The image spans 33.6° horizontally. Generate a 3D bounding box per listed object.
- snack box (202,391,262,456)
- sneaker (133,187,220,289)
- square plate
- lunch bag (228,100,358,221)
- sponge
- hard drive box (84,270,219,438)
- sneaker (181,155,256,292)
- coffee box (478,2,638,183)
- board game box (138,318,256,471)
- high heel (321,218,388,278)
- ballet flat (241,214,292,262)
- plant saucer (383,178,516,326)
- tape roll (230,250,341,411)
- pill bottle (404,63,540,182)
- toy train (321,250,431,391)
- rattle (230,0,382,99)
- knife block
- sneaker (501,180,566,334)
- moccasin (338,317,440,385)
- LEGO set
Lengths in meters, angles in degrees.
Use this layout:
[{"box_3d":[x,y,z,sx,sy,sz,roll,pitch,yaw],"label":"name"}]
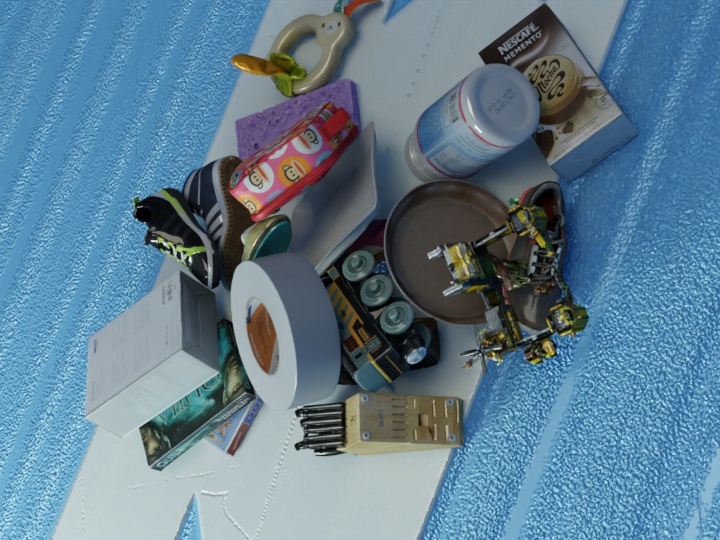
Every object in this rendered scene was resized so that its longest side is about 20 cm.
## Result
[{"box_3d":[-0.165,0.160,1.702,0.072,0.024,0.200,28,90,33],"label":"snack box"},{"box_3d":[-0.271,-0.039,1.729,0.083,0.072,0.200,-19,51,-25],"label":"sneaker"},{"box_3d":[-0.032,-0.080,1.629,0.200,0.028,0.198,-46,27,31],"label":"square plate"},{"box_3d":[-0.080,-0.160,1.619,0.176,0.200,0.082,-36,100,23],"label":"lunch bag"},{"box_3d":[-0.091,-0.200,1.764,0.200,0.030,0.112,-17,69,22],"label":"sponge"},{"box_3d":[-0.301,0.120,1.717,0.200,0.077,0.156,-33,41,23],"label":"hard drive box"},{"box_3d":[-0.211,-0.064,1.769,0.108,0.070,0.200,-6,89,46],"label":"sneaker"},{"box_3d":[0.255,-0.231,1.553,0.113,0.080,0.200,-36,62,16],"label":"coffee box"},{"box_3d":[-0.242,0.179,1.714,0.200,0.028,0.135,-39,51,20],"label":"board game box"},{"box_3d":[0.000,0.000,1.628,0.200,0.067,0.096,-22,56,27],"label":"high heel"},{"box_3d":[-0.138,-0.024,1.653,0.071,0.200,0.071,3,55,-4],"label":"ballet flat"},{"box_3d":[0.121,-0.021,1.535,0.032,0.200,0.201,132,141,-64],"label":"plant saucer"},{"box_3d":[-0.100,0.078,1.551,0.200,0.066,0.201,36,132,53],"label":"tape roll"},{"box_3d":[0.136,-0.181,1.542,0.200,0.109,0.109,149,125,-61],"label":"pill bottle"},{"box_3d":[0.006,0.062,1.534,0.114,0.085,0.200,-37,50,1],"label":"toy train"},{"box_3d":[-0.081,-0.358,1.745,0.200,0.143,0.130,-41,42,20],"label":"rattle"},{"box_3d":[0.017,0.209,1.577,0.200,0.176,0.064,4,74,-17],"label":"knife block"},{"box_3d":[0.223,-0.021,1.496,0.077,0.082,0.200,3,75,-4],"label":"sneaker"},{"box_3d":[0.010,0.102,1.597,0.201,0.074,0.078,-17,54,27],"label":"moccasin"},{"box_3d":[0.171,0.018,1.430,0.154,0.116,0.200,-20,81,34],"label":"LEGO set"}]
